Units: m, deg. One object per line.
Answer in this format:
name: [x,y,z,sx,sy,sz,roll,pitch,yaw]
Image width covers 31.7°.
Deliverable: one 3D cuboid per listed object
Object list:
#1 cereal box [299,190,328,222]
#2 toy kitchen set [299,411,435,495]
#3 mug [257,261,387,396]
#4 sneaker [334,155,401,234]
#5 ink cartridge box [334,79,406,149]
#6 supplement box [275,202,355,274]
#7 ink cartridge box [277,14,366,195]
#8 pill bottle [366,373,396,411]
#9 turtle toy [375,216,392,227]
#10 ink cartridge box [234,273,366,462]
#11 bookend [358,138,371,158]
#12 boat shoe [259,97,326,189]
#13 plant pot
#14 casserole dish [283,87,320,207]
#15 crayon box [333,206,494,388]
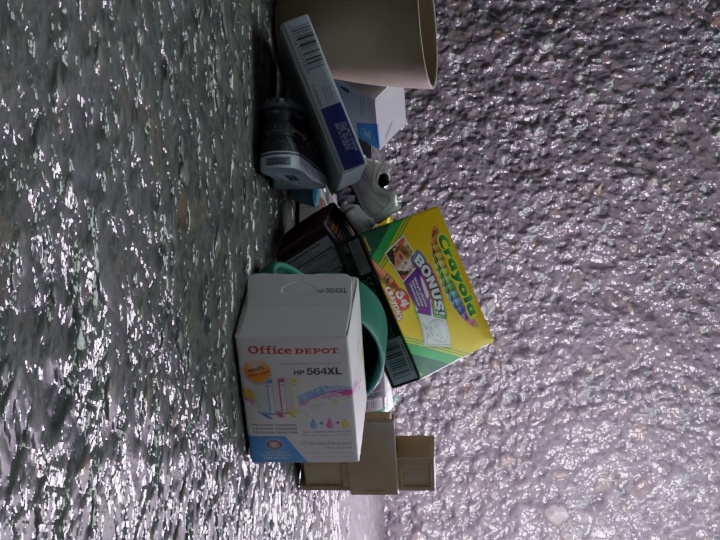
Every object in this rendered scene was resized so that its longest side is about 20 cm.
cereal box: [-0.069,-0.012,1.911,0.144,0.039,0.200,70,20,-79]
toy kitchen set: [0.010,0.207,1.855,0.181,0.200,0.163,-85,173,-46]
mug: [-0.043,0.064,1.552,0.114,0.152,0.185,-81,169,-59]
sneaker: [-0.005,-0.129,1.738,0.075,0.081,0.200,53,7,-49]
ink cartridge box: [-0.034,-0.272,1.823,0.067,0.200,0.116,-48,155,-22]
supplement box: [-0.019,0.021,1.708,0.200,0.086,0.110,54,15,-12]
ink cartridge box: [-0.050,-0.202,1.595,0.200,0.043,0.197,138,-71,-85]
pill bottle: [0.008,0.163,2.350,0.113,0.113,0.200,-82,170,-61]
turtle toy: [0.000,0.000,1.878,0.146,0.101,0.200,75,15,-72]
ink cartridge box: [-0.066,0.101,1.435,0.125,0.128,0.200,-82,169,-58]
bookend: [-0.041,-0.266,1.973,0.200,0.092,0.199,-50,138,-80]
boat shoe: [-0.083,-0.155,1.594,0.200,0.071,0.091,47,43,-82]
plant pot: [-0.008,-0.329,1.694,0.187,0.200,0.188,-3,90,-79]
casserole dish: [-0.083,-0.183,1.787,0.121,0.039,0.200,-83,170,-53]
crayon box: [0.073,0.031,1.660,0.172,0.058,0.200,-22,89,-47]
